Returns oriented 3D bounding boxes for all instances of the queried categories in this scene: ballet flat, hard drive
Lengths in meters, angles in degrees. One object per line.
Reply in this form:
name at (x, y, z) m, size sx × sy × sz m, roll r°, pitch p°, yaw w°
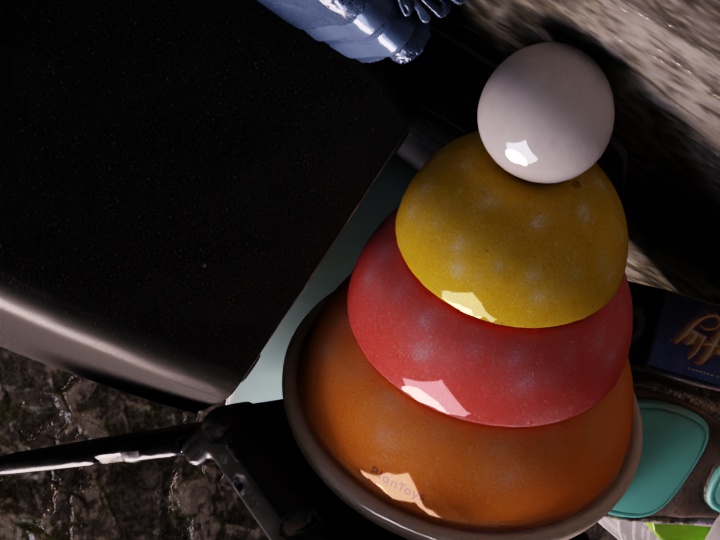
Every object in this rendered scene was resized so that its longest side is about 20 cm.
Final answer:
ballet flat at (0.141, 0.079, 1.217) m, size 0.200 × 0.072 × 0.072 m, roll 16°, pitch -173°, yaw -39°
hard drive at (0.050, -0.059, 1.171) m, size 0.140 × 0.033 × 0.200 m, roll 32°, pitch 176°, yaw 8°

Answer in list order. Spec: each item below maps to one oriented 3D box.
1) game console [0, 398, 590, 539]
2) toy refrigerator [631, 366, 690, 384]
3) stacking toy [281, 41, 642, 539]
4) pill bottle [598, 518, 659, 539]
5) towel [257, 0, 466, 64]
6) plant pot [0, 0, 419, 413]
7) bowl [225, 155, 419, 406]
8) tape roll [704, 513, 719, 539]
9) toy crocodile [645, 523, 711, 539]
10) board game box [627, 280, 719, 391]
game console at (-0.022, 0.106, 1.126) m, size 0.176 × 0.116 × 0.200 m, roll 53°, pitch -153°, yaw 17°
toy refrigerator at (0.125, 0.073, 1.331) m, size 0.070 × 0.076 × 0.200 m, roll 36°, pitch -160°, yaw 35°
stacking toy at (0.057, -0.003, 1.005) m, size 0.146 × 0.146 × 0.200 m, roll 32°, pitch 136°, yaw 15°
pill bottle at (0.217, 0.136, 1.454) m, size 0.200 × 0.116 × 0.116 m, roll 39°, pitch 180°, yaw 36°
towel at (-0.059, -0.142, 0.920) m, size 0.200 × 0.049 × 0.112 m, roll 33°, pitch 176°, yaw -14°
plant pot at (-0.092, -0.050, 1.060) m, size 0.177 × 0.200 × 0.200 m, roll 34°, pitch 170°, yaw -5°
bowl at (0.000, 0.000, 1.340) m, size 0.105 × 0.201 × 0.201 m, roll 13°, pitch 176°, yaw -2°
tape roll at (0.234, 0.166, 1.227) m, size 0.071 × 0.202 × 0.202 m, roll 29°, pitch 174°, yaw 47°
toy crocodile at (0.226, 0.116, 1.319) m, size 0.200 × 0.062 × 0.068 m, roll 4°, pitch -155°, yaw -10°
board game box at (0.137, 0.029, 1.191) m, size 0.135 × 0.035 × 0.200 m, roll 15°, pitch 180°, yaw -24°
